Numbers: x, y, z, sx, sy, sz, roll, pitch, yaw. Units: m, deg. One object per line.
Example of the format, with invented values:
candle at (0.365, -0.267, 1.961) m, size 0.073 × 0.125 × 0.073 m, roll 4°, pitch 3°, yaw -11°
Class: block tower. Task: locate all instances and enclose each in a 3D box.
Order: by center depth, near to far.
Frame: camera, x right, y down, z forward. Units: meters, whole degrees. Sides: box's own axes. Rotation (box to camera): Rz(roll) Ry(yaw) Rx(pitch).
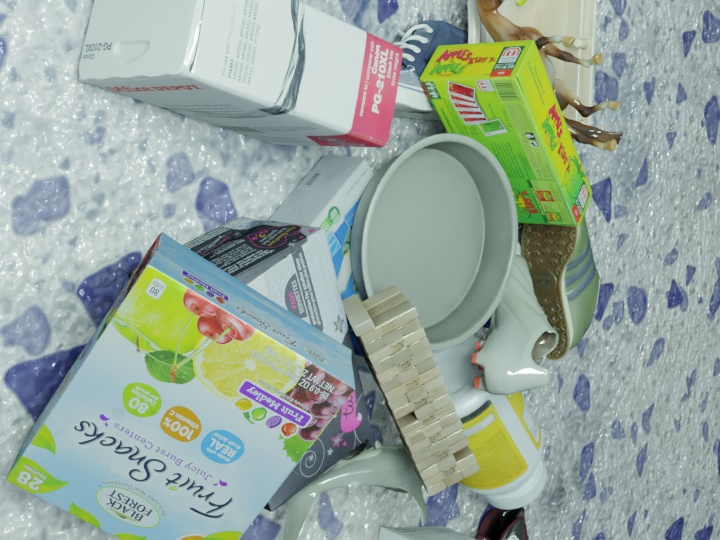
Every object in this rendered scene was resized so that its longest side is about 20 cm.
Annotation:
block tower at (0.047, 0.108, 0.854) m, size 0.058 × 0.054 × 0.201 m, roll -27°, pitch 116°, yaw -5°

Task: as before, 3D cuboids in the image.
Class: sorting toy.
sorting toy at (0.167, -0.240, 1.002) m, size 0.180 × 0.106 × 0.201 m, roll -11°, pitch 105°, yaw -51°

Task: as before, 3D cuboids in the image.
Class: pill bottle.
pill bottle at (0.133, 0.172, 1.052) m, size 0.112 × 0.112 × 0.200 m, roll -52°, pitch 130°, yaw -26°

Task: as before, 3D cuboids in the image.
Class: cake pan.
cake pan at (0.068, -0.027, 0.903) m, size 0.199 × 0.037 × 0.202 m, roll -8°, pitch 103°, yaw -38°

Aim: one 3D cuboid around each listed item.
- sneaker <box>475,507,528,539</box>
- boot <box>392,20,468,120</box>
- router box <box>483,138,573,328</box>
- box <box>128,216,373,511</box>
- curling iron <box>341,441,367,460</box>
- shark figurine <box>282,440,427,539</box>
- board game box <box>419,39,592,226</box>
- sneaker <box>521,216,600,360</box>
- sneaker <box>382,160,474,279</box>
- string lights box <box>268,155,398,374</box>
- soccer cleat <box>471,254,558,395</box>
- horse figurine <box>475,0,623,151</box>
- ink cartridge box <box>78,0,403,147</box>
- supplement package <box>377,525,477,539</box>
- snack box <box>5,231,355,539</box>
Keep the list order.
sneaker at (0.206, 0.345, 1.189) m, size 0.199 × 0.075 × 0.116 m, roll 7°, pitch 89°, yaw -46°
boot at (0.041, -0.197, 0.929) m, size 0.199 × 0.072 × 0.091 m, roll -5°, pitch 94°, yaw -53°
router box at (0.185, -0.058, 1.109) m, size 0.179 × 0.049 × 0.201 m, roll -32°, pitch 119°, yaw -38°
box at (-0.085, 0.073, 0.807) m, size 0.132 × 0.114 × 0.201 m, roll -30°, pitch 118°, yaw -38°
curling iron at (-0.037, 0.106, 0.925) m, size 0.050 × 0.025 × 0.201 m, roll -43°, pitch 125°, yaw -36°
shark figurine at (0.023, 0.211, 0.925) m, size 0.214 × 0.128 × 0.090 m, roll 2°, pitch 54°, yaw -51°
board game box at (0.145, -0.127, 0.931) m, size 0.048 × 0.101 × 0.200 m, roll -61°, pitch 138°, yaw -27°
sneaker at (0.231, -0.007, 1.089) m, size 0.090 × 0.067 × 0.202 m, roll -18°, pitch 111°, yaw -50°
sneaker at (0.082, -0.032, 0.972) m, size 0.200 × 0.077 × 0.085 m, roll 52°, pitch 40°, yaw -38°
string lights box at (0.000, 0.000, 0.921) m, size 0.103 × 0.059 × 0.200 m, roll -52°, pitch 130°, yaw -26°
soccer cleat at (0.162, 0.054, 0.974) m, size 0.200 × 0.077 × 0.070 m, roll -69°, pitch 153°, yaw -52°
horse figurine at (0.181, -0.181, 0.920) m, size 0.050 × 0.132 × 0.200 m, roll -50°, pitch 132°, yaw -12°
ink cartridge box at (-0.088, -0.158, 0.738) m, size 0.199 × 0.144 × 0.085 m, roll 12°, pitch 87°, yaw -46°
supplement package at (0.114, 0.347, 1.002) m, size 0.113 × 0.199 × 0.110 m, roll 15°, pitch 86°, yaw -45°
snack box at (-0.127, 0.103, 0.694) m, size 0.168 × 0.068 × 0.200 m, roll 32°, pitch 108°, yaw -15°
